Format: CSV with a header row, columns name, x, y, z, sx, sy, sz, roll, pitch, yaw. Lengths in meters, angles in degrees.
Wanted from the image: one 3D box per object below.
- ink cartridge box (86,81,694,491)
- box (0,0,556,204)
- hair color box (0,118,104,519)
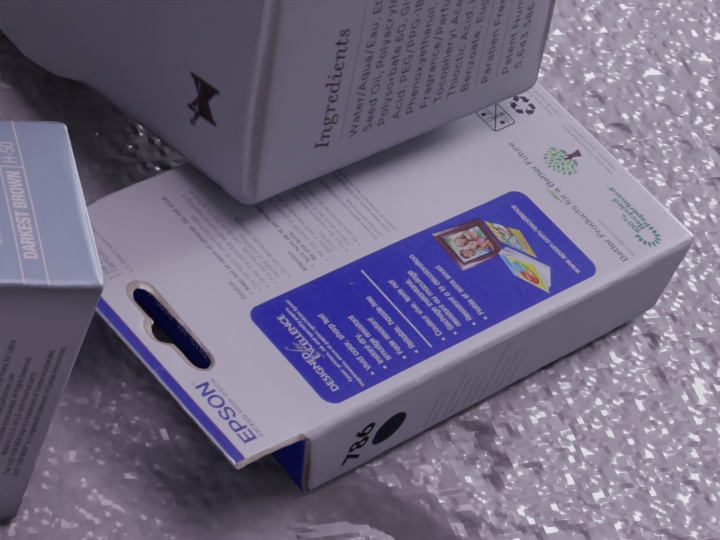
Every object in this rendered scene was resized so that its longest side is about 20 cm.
name,x,y,z,sx,sy,sz,roll,pitch,yaw
ink cartridge box,0.000,0.000,0.815,0.200,0.039,0.099,-23,61,-40
box,-0.041,-0.163,0.810,0.130,0.201,0.199,-24,48,-39
hair color box,-0.175,0.012,0.678,0.199,0.099,0.061,1,49,-24
